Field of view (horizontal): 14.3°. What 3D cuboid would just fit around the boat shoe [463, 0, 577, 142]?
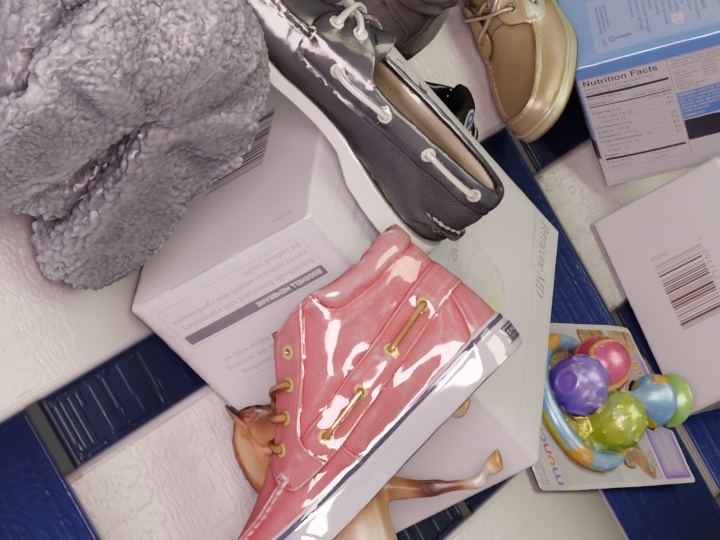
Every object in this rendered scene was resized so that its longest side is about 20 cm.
[{"bbox_3d":[0.098,-0.173,1.944,0.065,0.072,0.200,23,46,-31],"label":"boat shoe"}]

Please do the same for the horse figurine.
[{"bbox_3d":[0.020,0.147,1.466,0.050,0.132,0.200,-59,130,-71],"label":"horse figurine"}]

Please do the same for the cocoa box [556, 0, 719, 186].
[{"bbox_3d":[0.207,-0.185,2.017,0.131,0.133,0.200,66,13,-49],"label":"cocoa box"}]

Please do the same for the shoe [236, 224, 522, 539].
[{"bbox_3d":[-0.021,0.073,1.399,0.091,0.200,0.071,44,2,4],"label":"shoe"}]

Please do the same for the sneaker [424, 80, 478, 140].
[{"bbox_3d":[0.041,-0.058,1.707,0.200,0.089,0.079,47,31,-26],"label":"sneaker"}]

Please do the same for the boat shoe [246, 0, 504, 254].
[{"bbox_3d":[-0.004,-0.100,1.435,0.200,0.060,0.076,51,22,-17],"label":"boat shoe"}]

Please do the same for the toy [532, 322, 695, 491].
[{"bbox_3d":[0.158,0.078,1.825,0.200,0.047,0.115,7,57,-58],"label":"toy"}]

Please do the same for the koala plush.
[{"bbox_3d":[-0.150,-0.126,1.378,0.177,0.184,0.200,21,35,-52],"label":"koala plush"}]

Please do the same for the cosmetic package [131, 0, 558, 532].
[{"bbox_3d":[0.000,0.000,1.548,0.200,0.123,0.200,48,30,-27],"label":"cosmetic package"}]

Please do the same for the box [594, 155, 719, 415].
[{"bbox_3d":[0.276,0.006,2.033,0.200,0.106,0.152,-7,71,-61],"label":"box"}]

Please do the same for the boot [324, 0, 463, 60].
[{"bbox_3d":[0.052,-0.183,1.797,0.070,0.132,0.200,57,27,-6],"label":"boot"}]
